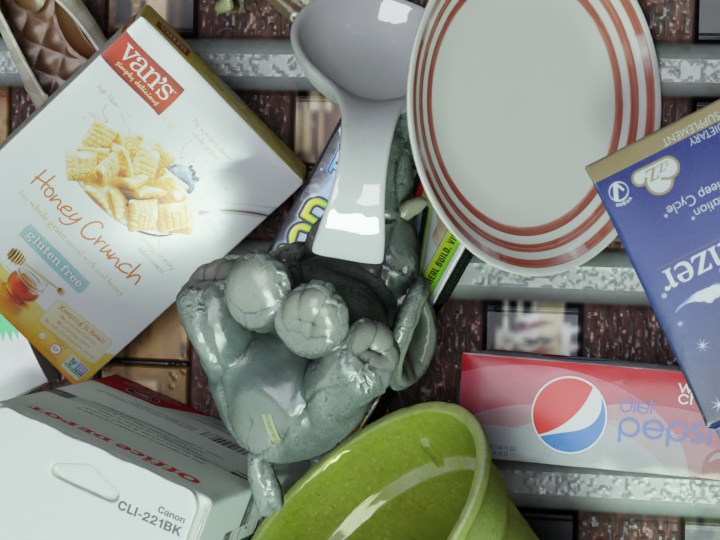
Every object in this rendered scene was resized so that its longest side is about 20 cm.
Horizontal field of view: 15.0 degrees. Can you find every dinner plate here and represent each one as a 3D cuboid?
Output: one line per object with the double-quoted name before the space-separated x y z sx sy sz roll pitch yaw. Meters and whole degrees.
"dinner plate" 0.097 -0.097 1.573 0.024 0.200 0.201 2 93 49

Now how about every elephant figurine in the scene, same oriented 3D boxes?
"elephant figurine" -0.007 0.014 1.593 0.155 0.200 0.142 -32 98 36

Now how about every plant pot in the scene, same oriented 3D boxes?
"plant pot" 0.050 0.210 1.571 0.200 0.201 0.184 -39 115 13

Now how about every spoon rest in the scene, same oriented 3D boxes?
"spoon rest" 0.005 -0.095 1.549 0.099 0.200 0.061 9 136 -4

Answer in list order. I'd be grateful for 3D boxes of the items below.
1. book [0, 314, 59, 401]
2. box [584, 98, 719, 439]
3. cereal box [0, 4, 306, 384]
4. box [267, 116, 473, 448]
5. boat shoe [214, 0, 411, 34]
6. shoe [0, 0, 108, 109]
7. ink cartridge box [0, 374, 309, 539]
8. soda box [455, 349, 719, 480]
"book" -0.308 0.051 1.750 0.200 0.048 0.134 -26 87 12
"box" 0.224 0.004 1.543 0.121 0.032 0.201 -27 79 11
"cereal box" -0.151 -0.044 1.671 0.200 0.040 0.144 -43 101 15
"box" 0.000 0.000 1.665 0.110 0.035 0.200 31 99 13
"boat shoe" -0.071 -0.190 1.657 0.202 0.075 0.075 35 99 11
"shoe" -0.185 -0.126 1.700 0.070 0.053 0.200 -31 86 15
"ink cartridge box" -0.133 0.132 1.620 0.144 0.200 0.084 23 97 14
"soda box" 0.160 0.085 1.605 0.199 0.070 0.064 4 91 15
